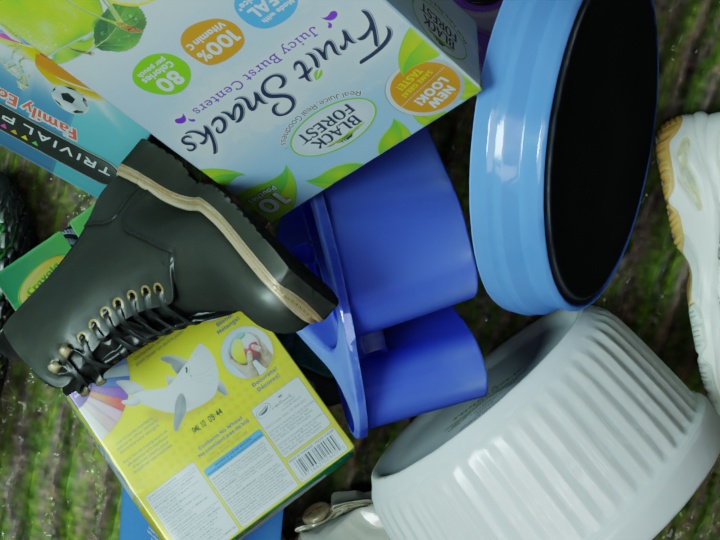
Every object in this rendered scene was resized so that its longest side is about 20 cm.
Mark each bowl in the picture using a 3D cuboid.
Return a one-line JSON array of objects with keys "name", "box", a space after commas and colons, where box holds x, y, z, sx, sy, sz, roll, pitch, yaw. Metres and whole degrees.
[{"name": "bowl", "box": [0.113, -0.074, 0.870, 0.039, 0.200, 0.203, 10, 111, 25]}]

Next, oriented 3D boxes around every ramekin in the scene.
[{"name": "ramekin", "box": [0.098, 0.108, 0.938, 0.199, 0.200, 0.105, -38, 94, 14]}]

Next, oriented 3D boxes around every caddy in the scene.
[{"name": "caddy", "box": [0.000, 0.000, 0.906, 0.104, 0.201, 0.143, -11, 123, -5]}]

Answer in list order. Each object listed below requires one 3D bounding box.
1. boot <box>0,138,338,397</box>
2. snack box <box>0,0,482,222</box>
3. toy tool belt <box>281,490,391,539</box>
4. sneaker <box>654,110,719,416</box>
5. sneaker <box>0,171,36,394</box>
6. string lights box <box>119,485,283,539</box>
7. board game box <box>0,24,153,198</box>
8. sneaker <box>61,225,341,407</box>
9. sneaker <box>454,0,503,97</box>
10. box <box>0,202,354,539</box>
[{"name": "boot", "box": [-0.102, 0.025, 0.826, 0.139, 0.200, 0.077, -50, 121, -5]}, {"name": "snack box", "box": [-0.058, -0.120, 0.762, 0.141, 0.053, 0.199, -29, 133, 30]}, {"name": "toy tool belt", "box": [0.014, 0.231, 1.036, 0.125, 0.122, 0.201, -43, 111, -23]}, {"name": "sneaker", "box": [0.230, 0.004, 0.953, 0.087, 0.076, 0.202, -11, 108, 10]}, {"name": "sneaker", "box": [-0.251, 0.032, 0.987, 0.084, 0.078, 0.202, 19, 109, -3]}, {"name": "string lights box", "box": [-0.102, 0.184, 1.012, 0.058, 0.102, 0.203, -8, 114, -36]}, {"name": "board game box", "box": [-0.166, -0.131, 0.885, 0.150, 0.047, 0.200, 29, 147, -6]}, {"name": "sneaker", "box": [-0.102, 0.046, 0.996, 0.198, 0.074, 0.088, 26, 118, 6]}, {"name": "sneaker", "box": [0.018, -0.141, 0.902, 0.197, 0.081, 0.089, -6, 140, 0]}, {"name": "box", "box": [-0.106, 0.054, 0.918, 0.117, 0.048, 0.201, -34, 81, -8]}]
